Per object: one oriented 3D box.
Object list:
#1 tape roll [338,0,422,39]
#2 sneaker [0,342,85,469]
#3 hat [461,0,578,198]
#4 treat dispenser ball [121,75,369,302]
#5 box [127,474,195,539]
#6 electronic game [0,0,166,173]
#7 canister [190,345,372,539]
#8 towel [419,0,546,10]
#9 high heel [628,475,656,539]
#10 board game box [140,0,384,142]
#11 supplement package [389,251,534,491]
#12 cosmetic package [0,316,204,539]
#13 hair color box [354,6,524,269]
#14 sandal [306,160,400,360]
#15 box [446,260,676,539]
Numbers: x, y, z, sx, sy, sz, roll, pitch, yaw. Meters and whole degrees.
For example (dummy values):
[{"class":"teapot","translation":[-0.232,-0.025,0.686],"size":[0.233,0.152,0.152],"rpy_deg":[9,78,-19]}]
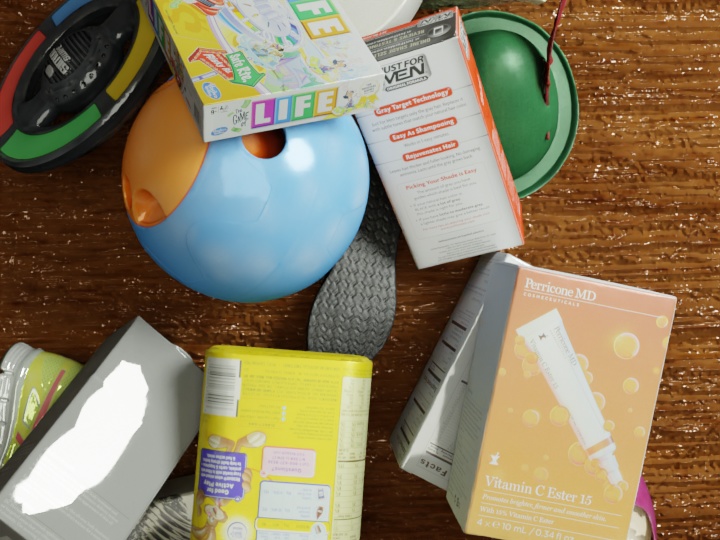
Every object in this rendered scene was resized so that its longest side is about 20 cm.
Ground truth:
[{"class":"tape roll","translation":[-0.039,-0.270,0.809],"size":[0.201,0.037,0.204],"rpy_deg":[-2,80,12]},{"class":"sneaker","translation":[-0.281,0.169,0.831],"size":[0.090,0.078,0.202],"rpy_deg":[7,92,-5]},{"class":"hat","translation":[0.124,-0.159,0.782],"size":[0.164,0.176,0.202],"rpy_deg":[-10,93,-4]},{"class":"treat dispenser ball","translation":[-0.092,-0.075,0.765],"size":[0.199,0.201,0.203],"rpy_deg":[0,93,-3]},{"class":"box","translation":[-0.137,0.226,0.844],"size":[0.199,0.068,0.083],"rpy_deg":[-14,92,-1]},{"class":"electronic game","translation":[-0.232,-0.167,0.777],"size":[0.200,0.200,0.042],"rpy_deg":[-48,137,1]},{"class":"canister","translation":[-0.065,0.167,0.770],"size":[0.147,0.087,0.202],"rpy_deg":[5,87,-2]},{"class":"towel","translation":[0.117,-0.287,0.774],"size":[0.036,0.200,0.149],"rpy_deg":[24,91,-31]},{"class":"high heel","translation":[0.247,0.266,0.850],"size":[0.067,0.096,0.202],"rpy_deg":[-1,93,-2]},{"class":"board game box","translation":[-0.083,-0.185,0.704],"size":[0.134,0.034,0.201],"rpy_deg":[-14,53,-20]},{"class":"supplement package","translation":[0.120,0.096,0.829],"size":[0.113,0.110,0.201],"rpy_deg":[27,91,-4]},{"class":"cosmetic package","translation":[-0.214,0.148,0.775],"size":[0.107,0.090,0.200],"rpy_deg":[45,51,-15]},{"class":"hair color box","translation":[0.064,-0.104,0.784],"size":[0.101,0.061,0.201],"rpy_deg":[-13,126,16]},{"class":"sandal","translation":[0.000,0.000,0.858],"size":[0.075,0.045,0.201],"rpy_deg":[15,78,-9]},{"class":"box","translation":[0.150,0.103,0.727],"size":[0.123,0.097,0.202],"rpy_deg":[11,92,-3]}]
